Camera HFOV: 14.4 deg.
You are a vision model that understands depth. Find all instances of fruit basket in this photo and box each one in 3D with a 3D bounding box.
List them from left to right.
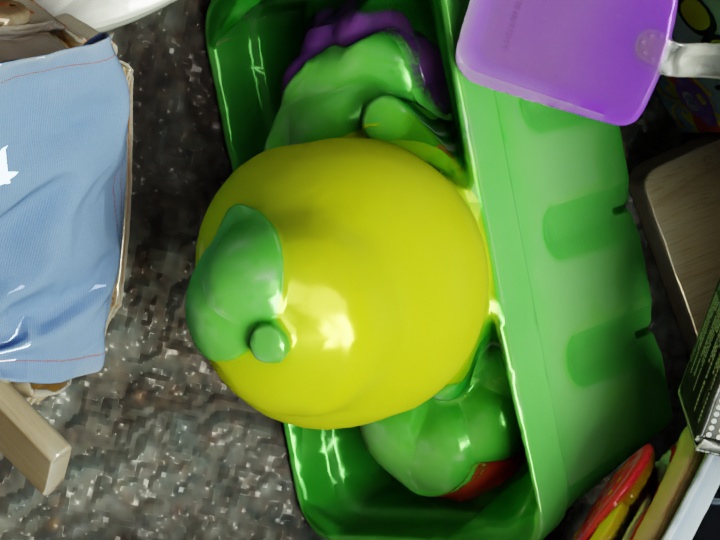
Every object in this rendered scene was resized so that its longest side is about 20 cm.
[{"bbox_3d":[0.000,0.000,0.955,0.215,0.155,0.217,2,87,-38],"label":"fruit basket"}]

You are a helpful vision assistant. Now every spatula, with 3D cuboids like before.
[{"bbox_3d":[0.131,-0.062,0.897,0.199,0.021,0.057,12,114,-6],"label":"spatula"}]

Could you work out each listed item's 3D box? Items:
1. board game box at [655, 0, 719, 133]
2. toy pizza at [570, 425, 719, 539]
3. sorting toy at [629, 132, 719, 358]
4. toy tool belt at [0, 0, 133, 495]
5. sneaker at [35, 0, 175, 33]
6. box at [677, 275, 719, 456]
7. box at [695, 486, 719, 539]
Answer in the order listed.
[{"bbox_3d":[0.176,-0.117,1.005,0.103,0.200,0.105,-37,106,-18],"label":"board game box"},{"bbox_3d":[0.065,0.128,0.955,0.032,0.200,0.201,30,78,4],"label":"toy pizza"},{"bbox_3d":[0.232,0.018,1.088,0.199,0.070,0.199,-23,100,-11],"label":"sorting toy"},{"bbox_3d":[-0.117,-0.038,0.885,0.124,0.123,0.201,-15,128,-25],"label":"toy tool belt"},{"bbox_3d":[-0.038,-0.135,0.947,0.199,0.070,0.081,-14,103,3],"label":"sneaker"},{"bbox_3d":[0.220,-0.016,0.884,0.192,0.048,0.201,14,114,-11],"label":"box"},{"bbox_3d":[0.241,0.138,0.999,0.182,0.104,0.201,-22,92,-13],"label":"box"}]
